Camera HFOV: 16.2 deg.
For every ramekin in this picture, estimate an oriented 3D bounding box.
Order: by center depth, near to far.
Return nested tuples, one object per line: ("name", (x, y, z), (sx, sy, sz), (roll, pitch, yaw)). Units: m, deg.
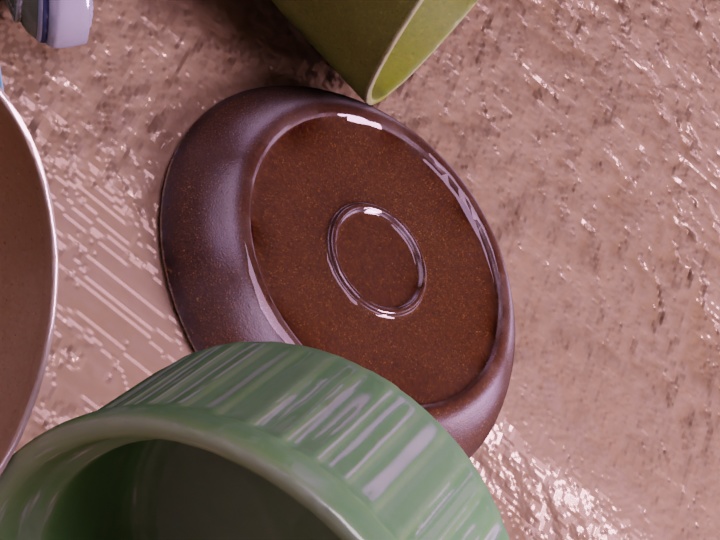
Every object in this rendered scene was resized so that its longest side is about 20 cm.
("ramekin", (-0.039, 0.124, 0.931), (0.200, 0.200, 0.098), (53, 36, -3))

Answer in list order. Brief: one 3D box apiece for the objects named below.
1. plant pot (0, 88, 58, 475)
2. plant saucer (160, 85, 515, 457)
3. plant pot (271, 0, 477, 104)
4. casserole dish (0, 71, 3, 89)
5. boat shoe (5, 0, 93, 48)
("plant pot", (-0.220, 0.004, 0.858), (0.200, 0.134, 0.201), (-19, 115, -47))
("plant saucer", (0.000, 0.000, 1.149), (0.200, 0.032, 0.201), (20, 55, -32))
("plant pot", (-0.015, -0.213, 1.168), (0.200, 0.187, 0.187), (39, 45, 4))
("casserole dish", (-0.201, -0.065, 1.006), (0.121, 0.039, 0.201), (6, 64, -39))
("boat shoe", (-0.164, -0.184, 1.097), (0.062, 0.072, 0.201), (-11, 68, -18))
